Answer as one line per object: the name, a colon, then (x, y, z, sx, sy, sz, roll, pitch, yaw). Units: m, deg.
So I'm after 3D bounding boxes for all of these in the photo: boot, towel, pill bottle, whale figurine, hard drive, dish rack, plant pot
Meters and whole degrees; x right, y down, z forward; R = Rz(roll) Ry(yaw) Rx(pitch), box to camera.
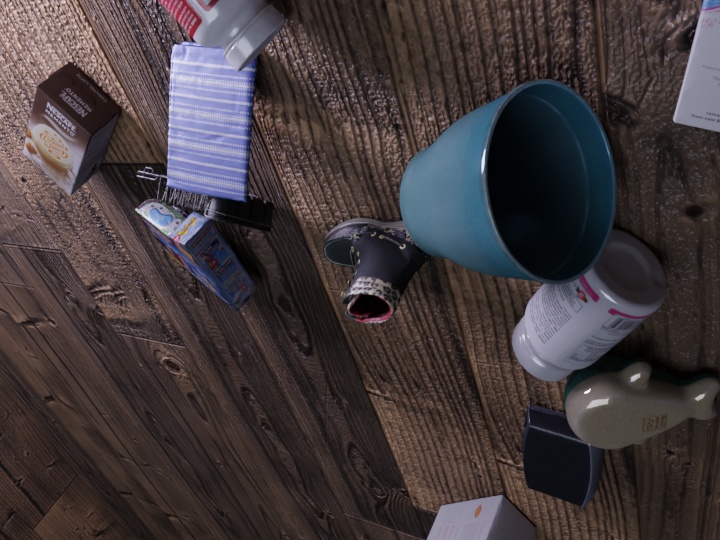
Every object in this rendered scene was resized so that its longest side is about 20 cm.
boot: (0.000, -0.001, 0.983, 0.200, 0.155, 0.074, -1, 130, 37)
towel: (-0.206, -0.207, 0.958, 0.141, 0.024, 0.206, 12, 103, 25)
pill bottle: (-0.184, -0.341, 0.810, 0.200, 0.113, 0.111, 47, 140, -14)
whale figurine: (0.375, 0.166, 0.939, 0.195, 0.105, 0.162, -10, 128, 12)
hard drive: (0.329, 0.312, 1.144, 0.132, 0.043, 0.203, 13, 136, 26)
pill bottle: (0.274, 0.051, 0.863, 0.112, 0.114, 0.201, 32, 141, 3)
dish rack: (-0.243, -0.111, 1.073, 0.196, 0.056, 0.153, 15, -179, 25)
plant pot: (0.148, -0.086, 0.772, 0.201, 0.201, 0.186, 52, 154, -20)

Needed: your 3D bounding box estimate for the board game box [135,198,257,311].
board game box: (-0.283, -0.046, 1.179, 0.198, 0.062, 0.201, 37, 162, 19)

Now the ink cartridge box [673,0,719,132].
ink cartridge box: (0.313, -0.229, 0.525, 0.083, 0.145, 0.203, 18, 139, 22)

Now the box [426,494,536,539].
box: (0.227, 0.554, 1.379, 0.106, 0.153, 0.199, 43, 142, -10)

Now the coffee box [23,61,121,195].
coffee box: (-0.493, -0.235, 1.175, 0.114, 0.080, 0.200, 41, 141, -8)
